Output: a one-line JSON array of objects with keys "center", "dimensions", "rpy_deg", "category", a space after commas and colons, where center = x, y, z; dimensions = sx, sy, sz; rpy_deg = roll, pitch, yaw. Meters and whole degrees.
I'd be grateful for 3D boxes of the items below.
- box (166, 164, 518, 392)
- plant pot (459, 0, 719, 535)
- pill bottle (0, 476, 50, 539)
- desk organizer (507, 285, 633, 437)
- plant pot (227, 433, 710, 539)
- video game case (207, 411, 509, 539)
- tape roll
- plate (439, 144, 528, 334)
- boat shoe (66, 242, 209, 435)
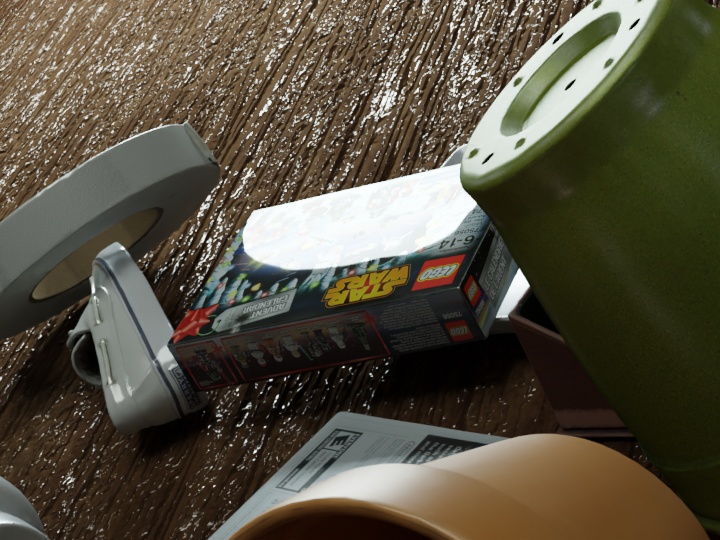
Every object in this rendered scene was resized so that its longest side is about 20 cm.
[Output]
[{"center": [0.000, 0.000, 1.236], "dimensions": [0.199, 0.040, 0.137], "rpy_deg": [-12, 31, 31], "category": "box"}, {"center": [0.153, -0.023, 0.948], "dimensions": [0.200, 0.193, 0.201], "rpy_deg": [-43, 14, 14], "category": "plant pot"}, {"center": [-0.237, 0.153, 1.168], "dimensions": [0.111, 0.111, 0.200], "rpy_deg": [-38, 27, -22], "category": "pill bottle"}, {"center": [0.159, -0.006, 1.117], "dimensions": [0.071, 0.077, 0.200], "rpy_deg": [-5, 33, 40], "category": "desk organizer"}, {"center": [0.052, 0.150, 0.815], "dimensions": [0.199, 0.201, 0.140], "rpy_deg": [-6, 17, 38], "category": "plant pot"}, {"center": [-0.011, 0.147, 1.062], "dimensions": [0.181, 0.023, 0.200], "rpy_deg": [4, 39, 49], "category": "video game case"}, {"center": [-0.182, -0.024, 1.420], "dimensions": [0.202, 0.037, 0.203], "rpy_deg": [-36, -8, -5], "category": "tape roll"}, {"center": [0.097, -0.018, 1.256], "dimensions": [0.199, 0.032, 0.200], "rpy_deg": [-5, 33, 39], "category": "plate"}, {"center": [-0.149, 0.046, 1.342], "dimensions": [0.065, 0.072, 0.200], "rpy_deg": [-28, 32, -6], "category": "boat shoe"}]
